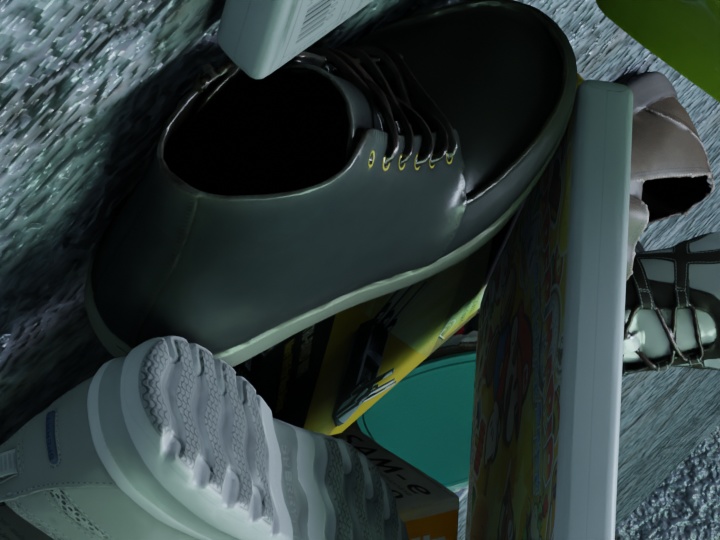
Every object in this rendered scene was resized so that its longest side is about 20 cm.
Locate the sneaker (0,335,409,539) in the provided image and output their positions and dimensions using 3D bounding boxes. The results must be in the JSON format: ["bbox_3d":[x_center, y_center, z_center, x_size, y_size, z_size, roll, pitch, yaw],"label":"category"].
[{"bbox_3d":[-0.044,0.088,0.825,0.082,0.075,0.200,-20,137,22],"label":"sneaker"}]

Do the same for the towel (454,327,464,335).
[{"bbox_3d":[-0.022,0.108,1.316,0.200,0.023,0.145,-40,169,-12],"label":"towel"}]

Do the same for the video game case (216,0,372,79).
[{"bbox_3d":[0.046,-0.155,0.684,0.182,0.024,0.200,-38,165,-28],"label":"video game case"}]

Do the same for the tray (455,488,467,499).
[{"bbox_3d":[0.077,0.050,1.321,0.108,0.022,0.200,-53,-177,32],"label":"tray"}]

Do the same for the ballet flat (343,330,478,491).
[{"bbox_3d":[0.002,0.073,1.127,0.199,0.072,0.072,-27,171,12],"label":"ballet flat"}]

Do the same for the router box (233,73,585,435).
[{"bbox_3d":[0.000,0.000,0.966,0.157,0.052,0.200,-41,167,-17],"label":"router box"}]

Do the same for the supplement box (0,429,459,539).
[{"bbox_3d":[-0.066,0.143,0.903,0.199,0.073,0.127,-11,113,-31],"label":"supplement box"}]

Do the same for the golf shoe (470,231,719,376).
[{"bbox_3d":[0.143,0.025,1.205,0.094,0.199,0.078,-38,122,-42],"label":"golf shoe"}]

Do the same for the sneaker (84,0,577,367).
[{"bbox_3d":[0.008,-0.043,0.798,0.200,0.075,0.106,-36,168,-30],"label":"sneaker"}]

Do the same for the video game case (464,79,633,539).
[{"bbox_3d":[0.063,0.062,0.909,0.182,0.023,0.201,109,-12,-63],"label":"video game case"}]

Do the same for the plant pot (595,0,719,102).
[{"bbox_3d":[0.213,-0.144,0.836,0.200,0.199,0.182,-49,164,-18],"label":"plant pot"}]

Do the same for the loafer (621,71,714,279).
[{"bbox_3d":[0.096,-0.024,1.147,0.200,0.071,0.073,-35,165,-36],"label":"loafer"}]
